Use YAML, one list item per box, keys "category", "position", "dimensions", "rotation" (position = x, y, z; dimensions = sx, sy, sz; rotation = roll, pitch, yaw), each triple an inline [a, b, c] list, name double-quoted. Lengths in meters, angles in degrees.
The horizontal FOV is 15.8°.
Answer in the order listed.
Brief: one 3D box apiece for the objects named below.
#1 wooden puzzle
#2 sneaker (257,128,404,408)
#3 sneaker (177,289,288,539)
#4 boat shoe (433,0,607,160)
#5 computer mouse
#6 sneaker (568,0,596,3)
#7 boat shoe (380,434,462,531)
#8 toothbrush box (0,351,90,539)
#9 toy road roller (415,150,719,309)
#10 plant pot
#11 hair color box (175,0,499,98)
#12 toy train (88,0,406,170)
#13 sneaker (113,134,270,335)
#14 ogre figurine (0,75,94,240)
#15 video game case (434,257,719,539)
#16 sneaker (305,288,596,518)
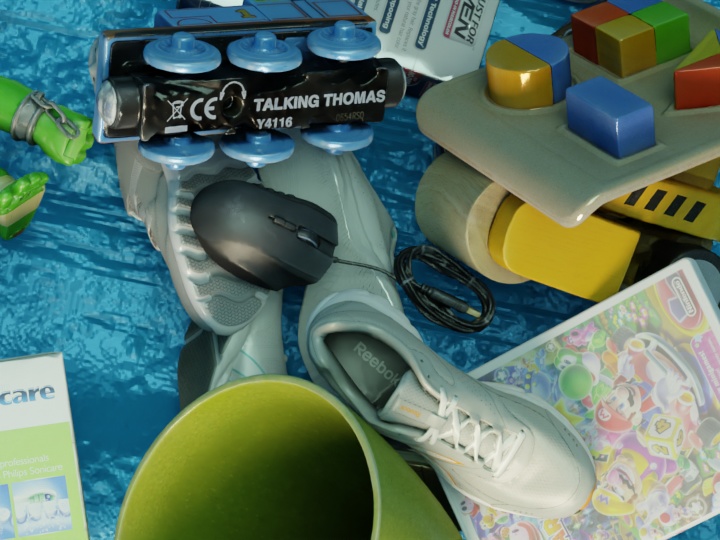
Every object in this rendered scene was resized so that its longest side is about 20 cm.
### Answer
- category: "wooden puzzle"
  position: [0.156, -0.113, 1.564]
  dimensions: [0.199, 0.185, 0.046]
  rotation: [-26, 125, -20]
- category: "sneaker"
  position: [0.000, 0.000, 1.648]
  dimensions: [0.075, 0.088, 0.201]
  rotation: [-17, 83, 26]
- category: "sneaker"
  position: [-0.073, 0.087, 1.633]
  dimensions: [0.080, 0.070, 0.201]
  rotation: [20, 73, -27]
- category: "boat shoe"
  position: [0.138, -0.121, 1.690]
  dimensions: [0.200, 0.072, 0.072]
  rotation: [-40, 86, -13]
- category: "computer mouse"
  position: [-0.008, -0.008, 1.574]
  dimensions: [0.199, 0.034, 0.059]
  rotation: [17, 67, -12]
- category: "sneaker"
  position: [0.092, -0.267, 1.711]
  dimensions: [0.199, 0.073, 0.112]
  rotation: [29, 78, 0]
- category: "boat shoe"
  position: [0.074, 0.123, 1.641]
  dimensions: [0.200, 0.072, 0.066]
  rotation: [7, 52, 6]
- category: "toothbrush box"
  position: [-0.205, 0.162, 1.553]
  dimensions: [0.086, 0.146, 0.201]
  rotation: [-9, 80, -9]
- category: "toy road roller"
  position: [0.147, -0.056, 1.616]
  dimensions: [0.199, 0.123, 0.147]
  rotation: [15, 98, -27]
- category: "plant pot"
  position: [-0.013, 0.180, 1.542]
  dimensions: [0.186, 0.200, 0.188]
  rotation: [-14, 64, 30]
- category: "hair color box"
  position: [-0.011, -0.185, 1.689]
  dimensions: [0.199, 0.061, 0.101]
  rotation: [18, 78, -3]
- category: "toy train"
  position: [-0.074, -0.117, 1.572]
  dimensions: [0.199, 0.114, 0.087]
  rotation: [-7, 117, -25]
- category: "sneaker"
  position: [-0.108, -0.044, 1.628]
  dimensions: [0.074, 0.082, 0.201]
  rotation: [0, 60, -31]
- category: "ogre figurine"
  position: [-0.267, -0.052, 1.612]
  dimensions: [0.120, 0.200, 0.098]
  rotation: [46, 33, 13]
- category: "video game case"
  position: [0.142, 0.101, 1.556]
  dimensions: [0.199, 0.018, 0.144]
  rotation: [-29, 77, 18]
- category: "sneaker"
  position: [0.047, 0.087, 1.521]
  dimensions: [0.199, 0.092, 0.076]
  rotation: [32, 99, 4]
